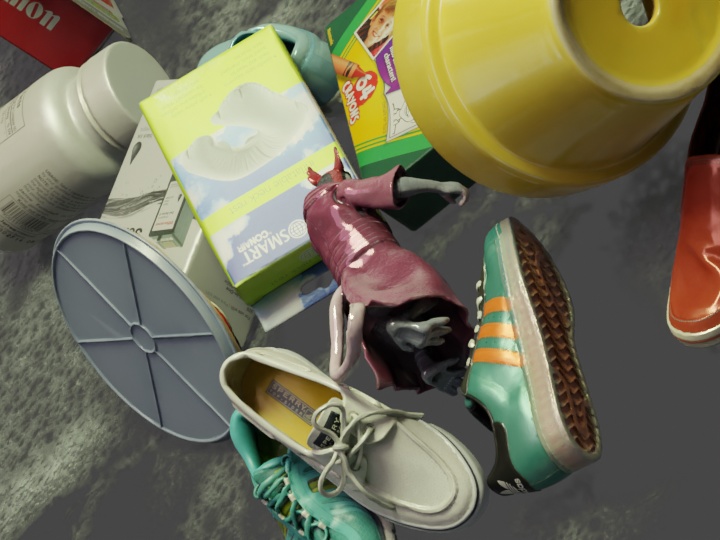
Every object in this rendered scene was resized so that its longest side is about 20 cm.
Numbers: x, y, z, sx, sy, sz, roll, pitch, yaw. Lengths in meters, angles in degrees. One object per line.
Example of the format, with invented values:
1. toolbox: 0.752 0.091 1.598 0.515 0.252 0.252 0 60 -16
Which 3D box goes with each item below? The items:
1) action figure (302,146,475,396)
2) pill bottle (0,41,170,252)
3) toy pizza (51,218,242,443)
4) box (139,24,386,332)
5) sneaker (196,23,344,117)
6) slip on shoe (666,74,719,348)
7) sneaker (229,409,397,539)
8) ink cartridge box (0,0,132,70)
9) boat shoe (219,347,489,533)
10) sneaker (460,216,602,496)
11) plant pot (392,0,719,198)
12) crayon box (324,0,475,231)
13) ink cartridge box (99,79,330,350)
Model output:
1. action figure: 0.000 0.000 1.601 0.201 0.148 0.134 57 143 32
2. pill bottle: -0.254 -0.109 2.006 0.199 0.114 0.115 -32 44 30
3. toy pizza: -0.152 0.042 1.739 0.199 0.201 0.032 2 34 49
4. box: -0.070 -0.070 1.734 0.121 0.048 0.201 -30 65 2
5. sneaker: -0.082 -0.172 1.881 0.199 0.082 0.074 5 68 50
6. slip on shoe: 0.226 -0.047 1.457 0.074 0.061 0.201 -1 66 47
7. sneaker: -0.039 0.163 1.595 0.078 0.079 0.200 -50 38 10
8. ink cartridge box: -0.321 -0.266 2.121 0.084 0.199 0.176 -48 36 13
9. boat shoe: -0.011 0.107 1.533 0.201 0.086 0.075 33 97 22
10. sneaker: 0.097 0.055 1.522 0.080 0.071 0.201 -30 46 24
11. plant pot: 0.141 -0.154 1.469 0.202 0.200 0.189 -66 14 -11
12. crayon box: 0.066 -0.157 1.719 0.172 0.058 0.201 -39 40 23
13. ink cartridge box: -0.128 -0.045 1.840 0.145 0.084 0.201 2 66 48
